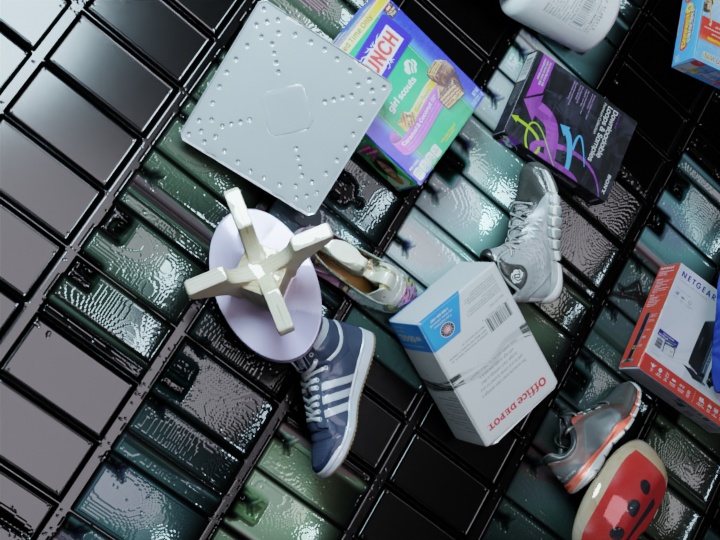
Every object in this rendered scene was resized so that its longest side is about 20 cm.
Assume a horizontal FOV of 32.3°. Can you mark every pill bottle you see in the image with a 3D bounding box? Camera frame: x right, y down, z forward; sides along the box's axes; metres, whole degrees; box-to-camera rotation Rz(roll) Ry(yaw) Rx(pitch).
[{"bbox_3d":[0.260,-0.401,1.763,0.199,0.114,0.115,22,75,-23],"label":"pill bottle"}]

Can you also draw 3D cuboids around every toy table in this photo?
[{"bbox_3d":[-0.116,0.004,1.496,0.183,0.117,0.200,-33,77,-9],"label":"toy table"}]

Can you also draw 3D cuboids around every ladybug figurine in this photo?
[{"bbox_3d":[0.365,0.326,1.727,0.200,0.072,0.136,-48,139,-27],"label":"ladybug figurine"}]

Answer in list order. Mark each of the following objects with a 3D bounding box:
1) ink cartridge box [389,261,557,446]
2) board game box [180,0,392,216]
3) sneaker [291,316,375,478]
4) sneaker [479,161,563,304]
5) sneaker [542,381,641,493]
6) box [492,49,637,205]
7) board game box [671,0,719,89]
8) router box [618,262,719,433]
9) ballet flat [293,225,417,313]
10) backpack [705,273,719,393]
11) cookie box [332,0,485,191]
[{"bbox_3d":[0.152,0.110,1.655,0.146,0.084,0.201,-37,109,-25],"label":"ink cartridge box"},{"bbox_3d":[-0.093,-0.202,1.562,0.199,0.026,0.201,31,97,-14],"label":"board game box"},{"bbox_3d":[-0.055,0.152,1.566,0.108,0.070,0.201,26,66,-26],"label":"sneaker"},{"bbox_3d":[0.218,-0.050,1.726,0.115,0.075,0.202,-5,87,-24],"label":"sneaker"},{"bbox_3d":[0.325,0.217,1.748,0.082,0.077,0.200,39,57,4],"label":"sneaker"},{"bbox_3d":[0.300,-0.206,1.805,0.199,0.036,0.144,31,72,-21],"label":"box"},{"bbox_3d":[0.598,-0.383,1.961,0.199,0.056,0.197,18,77,-23],"label":"board game box"},{"bbox_3d":[0.501,0.117,1.858,0.199,0.049,0.180,33,71,-19],"label":"router box"},{"bbox_3d":[0.000,0.000,1.612,0.199,0.071,0.070,28,72,-21],"label":"ballet flat"},{"bbox_3d":[0.613,0.080,1.800,0.162,0.167,0.202,11,75,-31],"label":"backpack"},{"bbox_3d":[0.040,-0.236,1.657,0.200,0.075,0.172,41,70,-15],"label":"cookie box"}]
